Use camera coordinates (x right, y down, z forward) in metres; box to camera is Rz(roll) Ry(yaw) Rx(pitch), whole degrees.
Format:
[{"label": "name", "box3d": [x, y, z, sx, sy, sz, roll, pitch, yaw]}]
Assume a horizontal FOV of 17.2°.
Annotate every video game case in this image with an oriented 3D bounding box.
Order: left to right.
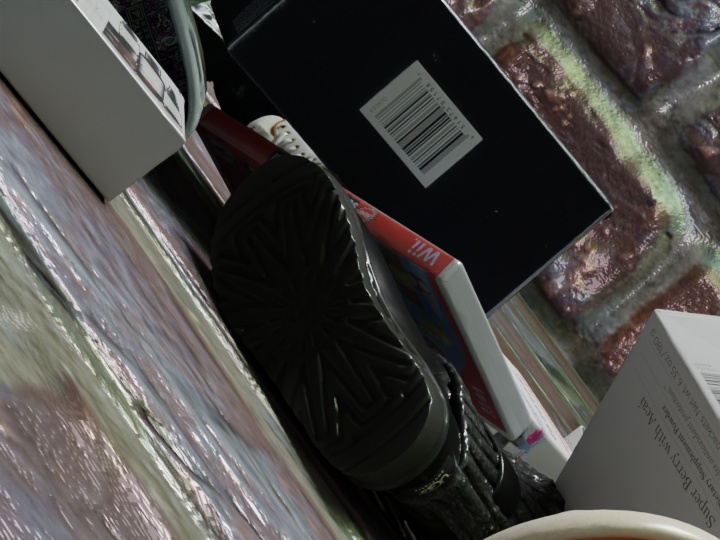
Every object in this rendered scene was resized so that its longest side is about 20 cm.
[{"label": "video game case", "box3d": [0.000, 0.000, 1.264, 0.200, 0.017, 0.143, 33, -20, 38]}]

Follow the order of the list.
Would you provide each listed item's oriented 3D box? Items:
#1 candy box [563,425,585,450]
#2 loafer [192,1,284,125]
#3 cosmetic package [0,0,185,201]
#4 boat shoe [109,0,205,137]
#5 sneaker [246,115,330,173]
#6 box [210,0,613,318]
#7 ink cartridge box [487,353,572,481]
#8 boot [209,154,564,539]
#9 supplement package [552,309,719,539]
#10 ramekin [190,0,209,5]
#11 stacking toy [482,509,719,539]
[{"label": "candy box", "box3d": [0.190, 0.223, 1.613, 0.168, 0.071, 0.200, 50, 7, -22]}, {"label": "loafer", "box3d": [-0.061, -0.131, 1.562, 0.200, 0.073, 0.072, 48, 46, -26]}, {"label": "cosmetic package", "box3d": [-0.157, -0.131, 1.076, 0.200, 0.051, 0.083, 52, 5, -17]}, {"label": "boat shoe", "box3d": [-0.120, -0.153, 1.161, 0.072, 0.070, 0.202, -117, -174, -64]}, {"label": "sneaker", "box3d": [-0.046, -0.051, 1.461, 0.084, 0.073, 0.200, 36, 4, -3]}, {"label": "box", "box3d": [0.023, -0.092, 1.295, 0.200, 0.104, 0.182, 49, 5, -14]}, {"label": "ink cartridge box", "box3d": [0.068, 0.085, 1.479, 0.200, 0.068, 0.115, 48, 8, -43]}, {"label": "boot", "box3d": [0.012, 0.054, 1.171, 0.158, 0.079, 0.212, 41, 19, -50]}, {"label": "supplement package", "box3d": [0.169, 0.137, 1.167, 0.119, 0.201, 0.122, 6, 36, -28]}, {"label": "ramekin", "box3d": [-0.117, -0.260, 1.463, 0.200, 0.199, 0.098, 56, -1, 28]}, {"label": "stacking toy", "box3d": [0.093, 0.204, 0.885, 0.146, 0.146, 0.201, 48, 27, -39]}]
